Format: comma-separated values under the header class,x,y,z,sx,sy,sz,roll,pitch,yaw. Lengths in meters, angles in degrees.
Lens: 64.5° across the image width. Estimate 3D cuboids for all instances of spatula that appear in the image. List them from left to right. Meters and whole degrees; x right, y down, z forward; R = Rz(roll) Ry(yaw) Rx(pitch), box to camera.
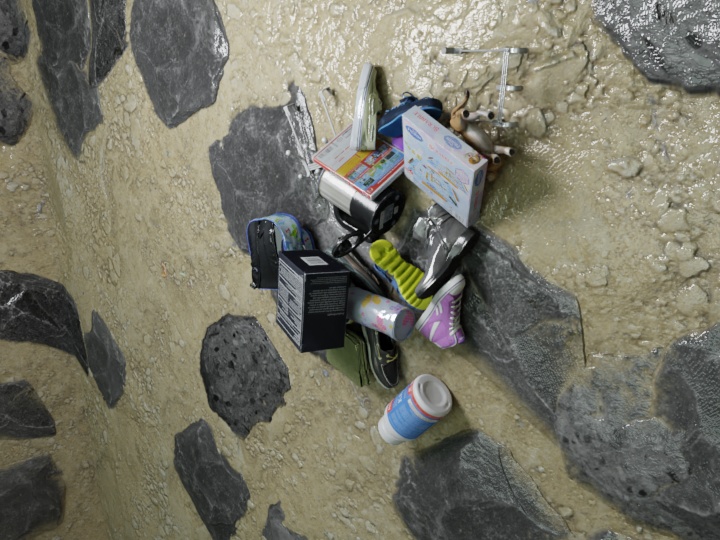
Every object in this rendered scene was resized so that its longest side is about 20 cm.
class,x,y,z,sx,sy,sz,roll,pitch,yaw
spatula,0.146,-0.271,1.273,0.200,0.021,0.057,34,119,28

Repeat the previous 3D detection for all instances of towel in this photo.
class,x,y,z,sx,sy,sz,roll,pitch,yaw
towel,-0.039,0.219,1.545,0.200,0.036,0.149,23,124,52

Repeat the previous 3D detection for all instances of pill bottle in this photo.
class,x,y,z,sx,sy,sz,roll,pitch,yaw
pill bottle,0.128,0.354,1.419,0.112,0.112,0.200,52,129,17

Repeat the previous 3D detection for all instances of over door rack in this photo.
class,x,y,z,sx,sy,sz,roll,pitch,yaw
over door rack,-0.126,-0.343,1.449,0.147,0.067,0.201,-7,98,41
over door rack,0.244,-0.369,1.136,0.200,0.066,0.148,26,120,49

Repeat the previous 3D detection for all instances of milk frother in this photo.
class,x,y,z,sx,sy,sz,roll,pitch,yaw
milk frother,-0.034,-0.145,1.349,0.188,0.200,0.181,36,124,28

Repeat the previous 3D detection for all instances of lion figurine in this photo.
class,x,y,z,sx,sy,sz,roll,pitch,yaw
lion figurine,0.226,-0.260,1.123,0.200,0.072,0.122,59,169,-20

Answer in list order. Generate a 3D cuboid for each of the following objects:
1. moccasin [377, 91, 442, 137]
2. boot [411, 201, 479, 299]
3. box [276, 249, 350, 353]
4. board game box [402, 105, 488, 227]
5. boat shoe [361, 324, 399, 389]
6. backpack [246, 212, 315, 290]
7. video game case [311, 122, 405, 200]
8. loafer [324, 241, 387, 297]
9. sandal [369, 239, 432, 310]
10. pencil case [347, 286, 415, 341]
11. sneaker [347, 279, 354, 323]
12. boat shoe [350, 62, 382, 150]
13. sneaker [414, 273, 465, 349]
class,x,y,z,sx,sy,sz,roll,pitch,yaw
moccasin,0.099,-0.346,1.233,0.200,0.080,0.068,-1,76,53
boot,0.160,-0.044,1.282,0.132,0.070,0.200,42,98,26
box,-0.122,0.069,1.409,0.200,0.123,0.199,-144,56,-59
board game box,0.169,-0.211,1.182,0.200,0.041,0.200,45,165,23
boat shoe,0.060,0.205,1.460,0.061,0.072,0.202,-21,87,47
backpack,-0.220,-0.057,1.573,0.183,0.147,0.201,3,109,42
video game case,0.003,-0.259,1.333,0.200,0.143,0.017,37,161,28
loafer,0.000,0.000,1.456,0.200,0.063,0.072,43,155,5
sandal,0.098,0.014,1.380,0.200,0.079,0.087,52,167,7
pencil case,0.037,0.105,1.386,0.200,0.083,0.091,18,135,42
sneaker,-0.061,0.053,1.511,0.074,0.085,0.201,-4,100,41
boat shoe,0.019,-0.375,1.322,0.062,0.072,0.201,8,96,-1
sneaker,0.212,0.101,1.303,0.114,0.073,0.201,44,138,18
